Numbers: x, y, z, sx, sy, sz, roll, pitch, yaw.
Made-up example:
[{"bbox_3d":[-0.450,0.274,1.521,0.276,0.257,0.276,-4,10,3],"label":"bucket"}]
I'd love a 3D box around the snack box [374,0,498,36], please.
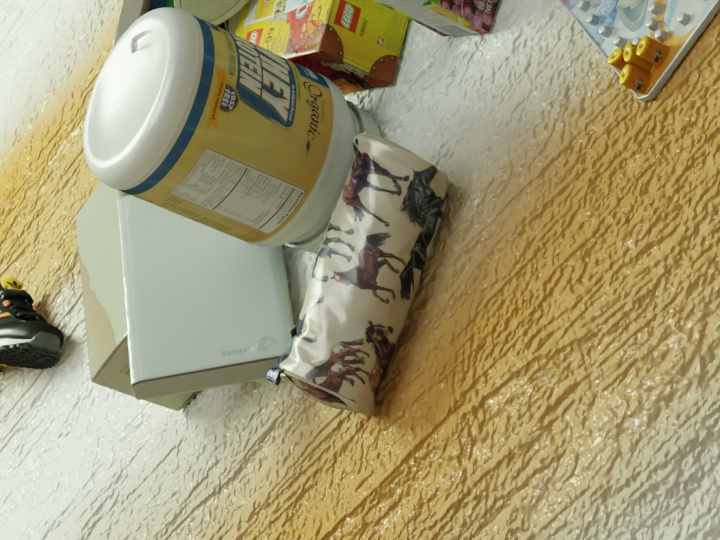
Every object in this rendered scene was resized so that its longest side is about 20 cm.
[{"bbox_3d":[0.028,-0.288,1.494,0.068,0.199,0.170,4,75,58],"label":"snack box"}]

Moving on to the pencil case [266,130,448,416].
[{"bbox_3d":[0.000,0.000,1.476,0.089,0.078,0.201,17,86,39],"label":"pencil case"}]

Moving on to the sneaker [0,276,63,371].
[{"bbox_3d":[-0.346,0.047,1.985,0.200,0.070,0.091,-9,67,57],"label":"sneaker"}]

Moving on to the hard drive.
[{"bbox_3d":[-0.125,0.009,1.633,0.026,0.131,0.201,81,179,-48],"label":"hard drive"}]

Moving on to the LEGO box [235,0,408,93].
[{"bbox_3d":[-0.020,-0.248,1.660,0.149,0.077,0.201,-4,68,56],"label":"LEGO box"}]

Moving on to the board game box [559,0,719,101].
[{"bbox_3d":[0.203,-0.243,1.365,0.200,0.026,0.200,-55,34,20],"label":"board game box"}]

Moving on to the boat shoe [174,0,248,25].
[{"bbox_3d":[-0.092,-0.293,1.671,0.201,0.071,0.068,-62,14,11],"label":"boat shoe"}]

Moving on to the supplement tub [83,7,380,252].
[{"bbox_3d":[-0.098,-0.104,1.573,0.144,0.199,0.146,-33,46,43],"label":"supplement tub"}]

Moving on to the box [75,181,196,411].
[{"bbox_3d":[-0.182,0.011,1.735,0.078,0.095,0.201,-48,35,31],"label":"box"}]

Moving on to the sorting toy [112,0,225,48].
[{"bbox_3d":[-0.140,-0.264,1.786,0.200,0.069,0.200,38,-115,-80],"label":"sorting toy"}]

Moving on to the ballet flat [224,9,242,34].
[{"bbox_3d":[-0.057,-0.285,1.767,0.069,0.069,0.201,8,80,58],"label":"ballet flat"}]
